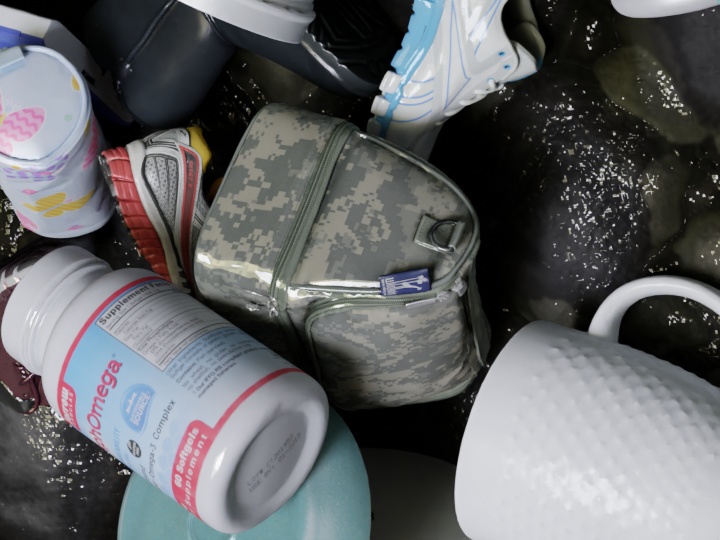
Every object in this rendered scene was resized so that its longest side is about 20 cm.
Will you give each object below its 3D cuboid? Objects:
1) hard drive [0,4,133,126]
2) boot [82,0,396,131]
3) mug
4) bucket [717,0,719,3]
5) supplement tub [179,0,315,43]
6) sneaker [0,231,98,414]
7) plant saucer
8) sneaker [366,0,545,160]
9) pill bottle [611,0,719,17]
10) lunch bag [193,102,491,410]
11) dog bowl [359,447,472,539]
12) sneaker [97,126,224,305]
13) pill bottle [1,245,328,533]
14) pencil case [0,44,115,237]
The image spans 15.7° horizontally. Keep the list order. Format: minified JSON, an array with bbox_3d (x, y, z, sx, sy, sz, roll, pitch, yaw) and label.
[{"bbox_3d":[-0.265,-0.159,1.818,0.199,0.132,0.025,18,76,29],"label":"hard drive"},{"bbox_3d":[-0.083,-0.147,1.718,0.200,0.076,0.168,47,128,11],"label":"boot"},{"bbox_3d":[0.177,0.101,1.623,0.174,0.148,0.201,18,89,25],"label":"mug"},{"bbox_3d":[0.273,-0.207,1.366,0.134,0.207,0.208,9,116,39],"label":"bucket"},{"bbox_3d":[-0.052,-0.253,1.566,0.144,0.145,0.201,28,101,22],"label":"supplement tub"},{"bbox_3d":[-0.231,0.042,1.923,0.200,0.076,0.116,-22,103,50],"label":"sneaker"},{"bbox_3d":[-0.085,0.162,1.659,0.199,0.036,0.201,-11,70,32],"label":"plant saucer"},{"bbox_3d":[0.067,-0.129,1.629,0.086,0.075,0.201,28,127,11],"label":"sneaker"},{"bbox_3d":[0.172,-0.253,1.467,0.112,0.112,0.201,-5,108,36],"label":"pill bottle"},{"bbox_3d":[0.000,0.000,1.654,0.167,0.140,0.200,16,159,13],"label":"lunch bag"},{"bbox_3d":[-0.005,0.195,1.744,0.199,0.200,0.079,11,116,31],"label":"dog bowl"},{"bbox_3d":[-0.103,-0.016,1.770,0.078,0.082,0.200,-115,-1,-45],"label":"sneaker"},{"bbox_3d":[-0.125,0.068,1.610,0.199,0.109,0.109,32,126,28],"label":"pill bottle"},{"bbox_3d":[-0.211,-0.086,1.769,0.083,0.200,0.091,-9,77,-1],"label":"pencil case"}]
